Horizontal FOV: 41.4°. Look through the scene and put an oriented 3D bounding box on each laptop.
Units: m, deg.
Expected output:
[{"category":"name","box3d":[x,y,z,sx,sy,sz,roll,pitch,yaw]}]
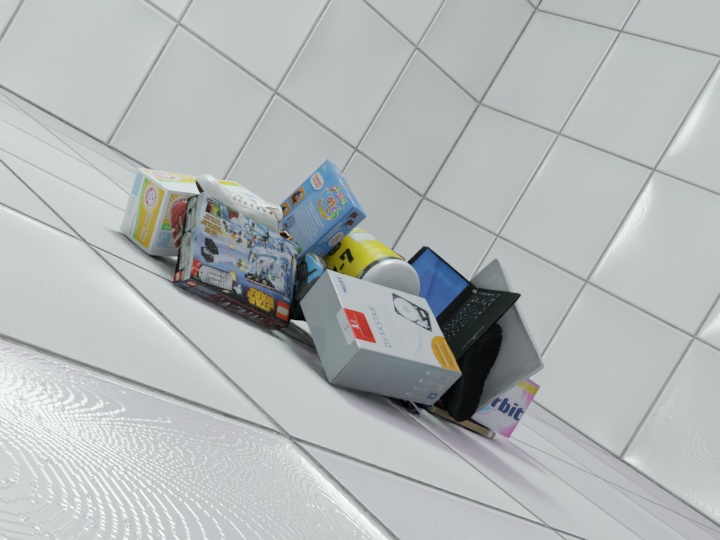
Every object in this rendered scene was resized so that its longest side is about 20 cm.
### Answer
[{"category":"laptop","box3d":[0.121,0.056,1.518,0.103,0.177,0.200,51,-17,-18]}]

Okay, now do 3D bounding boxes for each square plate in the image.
[{"category":"square plate","box3d":[0.213,0.111,1.586,0.028,0.198,0.201,-2,62,-35]}]

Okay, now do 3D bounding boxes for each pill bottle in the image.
[{"category":"pill bottle","box3d":[0.000,0.000,1.544,0.114,0.115,0.200,30,6,-38]}]

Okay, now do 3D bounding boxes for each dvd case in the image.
[{"category":"dvd case","box3d":[0.138,0.239,1.710,0.200,0.016,0.149,29,2,-44]}]

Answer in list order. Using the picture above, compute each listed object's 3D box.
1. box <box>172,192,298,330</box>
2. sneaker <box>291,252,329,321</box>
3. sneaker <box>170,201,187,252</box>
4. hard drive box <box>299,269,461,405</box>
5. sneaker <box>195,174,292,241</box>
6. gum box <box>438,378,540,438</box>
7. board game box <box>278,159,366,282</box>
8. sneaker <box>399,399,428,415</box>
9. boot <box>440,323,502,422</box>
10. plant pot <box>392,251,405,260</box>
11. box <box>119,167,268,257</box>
[{"category":"box","box3d":[-0.177,-0.010,1.391,0.040,0.138,0.200,-16,-33,37]},{"category":"sneaker","box3d":[-0.061,0.029,1.460,0.082,0.074,0.200,12,-19,-5]},{"category":"sneaker","box3d":[-0.226,-0.028,1.476,0.200,0.078,0.082,54,1,-29]},{"category":"hard drive box","box3d":[0.029,0.099,1.375,0.199,0.077,0.156,16,36,-38]},{"category":"sneaker","box3d":[-0.176,-0.094,1.471,0.073,0.085,0.200,41,-8,47]},{"category":"gum box","box3d":[0.214,0.208,1.724,0.200,0.114,0.066,30,2,-27]},{"category":"board game box","box3d":[-0.094,-0.070,1.556,0.037,0.200,0.151,37,16,-39]},{"category":"sneaker","box3d":[0.050,0.162,1.463,0.108,0.070,0.200,31,-2,32]},{"category":"boot","box3d":[0.143,0.131,1.594,0.076,0.201,0.168,-12,38,-35]},{"category":"plant pot","box3d":[-0.009,0.042,1.698,0.092,0.201,0.201,29,2,-9]},{"category":"box","box3d":[-0.266,-0.087,1.530,0.199,0.113,0.101,4,21,-45]}]
